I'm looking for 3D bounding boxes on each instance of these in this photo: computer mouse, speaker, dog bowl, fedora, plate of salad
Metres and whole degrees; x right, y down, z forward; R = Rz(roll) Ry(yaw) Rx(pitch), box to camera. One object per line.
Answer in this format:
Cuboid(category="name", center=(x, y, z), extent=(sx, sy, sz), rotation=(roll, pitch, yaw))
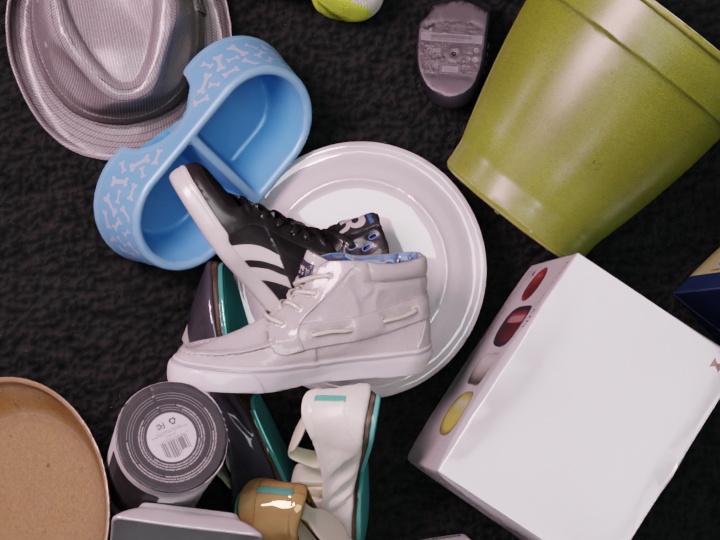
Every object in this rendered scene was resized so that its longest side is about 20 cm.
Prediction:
Cuboid(category="computer mouse", center=(0.083, -0.225, 1.625), extent=(0.058, 0.034, 0.201), rotation=(8, 81, 12))
Cuboid(category="speaker", center=(-0.146, 0.139, 1.498), extent=(0.081, 0.200, 0.082), rotation=(3, 75, -10))
Cuboid(category="dog bowl", center=(-0.115, -0.085, 1.560), extent=(0.200, 0.050, 0.111), rotation=(-50, 131, -5))
Cuboid(category="fedora", center=(-0.187, -0.189, 1.566), extent=(0.176, 0.090, 0.201), rotation=(-5, 88, -5))
Cuboid(category="plate of salad", center=(0.000, 0.000, 1.596), extent=(0.199, 0.048, 0.201), rotation=(0, 88, 7))

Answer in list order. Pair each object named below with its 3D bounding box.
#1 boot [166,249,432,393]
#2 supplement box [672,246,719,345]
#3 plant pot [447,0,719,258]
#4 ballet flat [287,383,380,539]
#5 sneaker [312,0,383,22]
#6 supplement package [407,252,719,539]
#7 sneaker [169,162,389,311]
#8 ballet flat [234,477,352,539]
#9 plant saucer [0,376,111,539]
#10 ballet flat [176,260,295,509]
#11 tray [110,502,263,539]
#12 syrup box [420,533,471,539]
Cuboid(category="boot", center=(-0.044, 0.031, 1.477), extent=(0.199, 0.074, 0.096), rotation=(-6, 105, -19))
Cuboid(category="supplement box", center=(0.374, -0.005, 1.551), extent=(0.200, 0.200, 0.134), rotation=(-43, 92, -5))
Cuboid(category="plant pot", center=(0.172, -0.116, 1.557), extent=(0.200, 0.200, 0.193), rotation=(37, 97, -2))
Cuboid(category="ballet flat", center=(-0.022, 0.146, 1.530), extent=(0.069, 0.200, 0.070), rotation=(2, 53, -2))
Cuboid(category="sneaker", center=(-0.064, -0.271, 1.579), extent=(0.199, 0.076, 0.106), rotation=(22, 70, -31))
Cuboid(category="supplement package", center=(0.153, 0.107, 1.528), extent=(0.147, 0.200, 0.192), rotation=(34, 85, -3))
Cuboid(category="sneaker", center=(-0.046, -0.027, 1.527), extent=(0.112, 0.073, 0.200), rotation=(-38, 111, 0))
Cuboid(category="ballet flat", center=(-0.026, 0.224, 1.522), extent=(0.063, 0.200, 0.069), rotation=(-9, 50, 25))
Cuboid(category="plant saucer", center=(-0.259, 0.181, 1.534), extent=(0.199, 0.035, 0.201), rotation=(-3, 84, 30))
Cuboid(category="ballet flat", center=(-0.107, 0.095, 1.573), extent=(0.073, 0.073, 0.201), rotation=(-18, 96, -5))
Cuboid(category="tray", center=(-0.132, 0.208, 1.506), extent=(0.107, 0.200, 0.022), rotation=(7, 66, -6))
Cuboid(category="syrup box", center=(0.060, 0.249, 1.513), extent=(0.078, 0.200, 0.082), rotation=(-10, 88, -4))
